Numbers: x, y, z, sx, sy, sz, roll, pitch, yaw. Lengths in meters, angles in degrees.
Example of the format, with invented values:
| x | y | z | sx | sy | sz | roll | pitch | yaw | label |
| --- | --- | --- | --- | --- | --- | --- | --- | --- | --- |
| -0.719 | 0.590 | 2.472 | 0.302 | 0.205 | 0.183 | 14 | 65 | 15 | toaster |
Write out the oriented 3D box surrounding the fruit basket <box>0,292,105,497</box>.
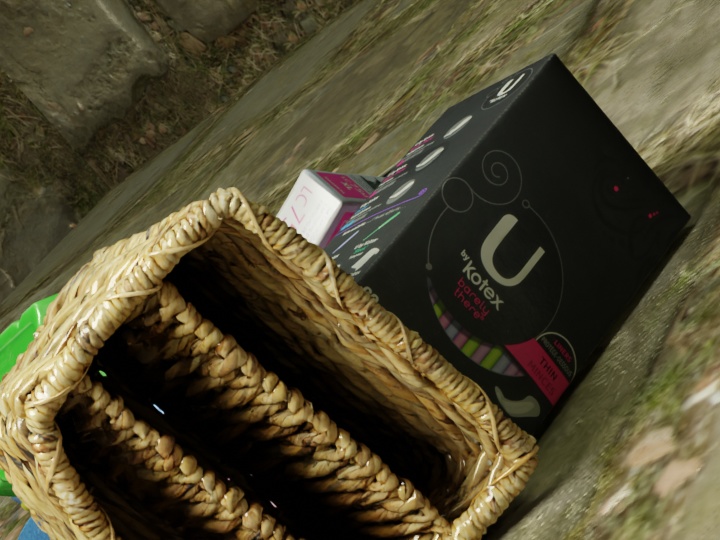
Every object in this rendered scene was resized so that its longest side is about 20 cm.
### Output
| x | y | z | sx | sy | sz | roll | pitch | yaw | label |
| --- | --- | --- | --- | --- | --- | --- | --- | --- | --- |
| -0.151 | 0.068 | 1.131 | 0.215 | 0.156 | 0.216 | -14 | -13 | -3 | fruit basket |

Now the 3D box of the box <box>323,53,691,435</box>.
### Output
| x | y | z | sx | sy | sz | roll | pitch | yaw | label |
| --- | --- | --- | --- | --- | --- | --- | --- | --- | --- |
| 0.059 | 0.003 | 0.857 | 0.200 | 0.122 | 0.106 | -50 | 15 | -31 | box |

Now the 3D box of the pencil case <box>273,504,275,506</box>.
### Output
| x | y | z | sx | sy | sz | roll | pitch | yaw | label |
| --- | --- | --- | --- | --- | --- | --- | --- | --- | --- |
| -0.002 | 0.059 | 0.955 | 0.200 | 0.087 | 0.087 | -45 | 13 | -16 | pencil case |

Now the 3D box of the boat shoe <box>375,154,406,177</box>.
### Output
| x | y | z | sx | sy | sz | roll | pitch | yaw | label |
| --- | --- | --- | --- | --- | --- | --- | --- | --- | --- |
| -0.017 | -0.028 | 1.246 | 0.202 | 0.060 | 0.072 | -29 | 10 | -12 | boat shoe |

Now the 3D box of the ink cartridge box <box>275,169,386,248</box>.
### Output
| x | y | z | sx | sy | sz | roll | pitch | yaw | label |
| --- | --- | --- | --- | --- | --- | --- | --- | --- | --- |
| 0.000 | 0.000 | 1.023 | 0.119 | 0.042 | 0.200 | -58 | -24 | 17 | ink cartridge box |

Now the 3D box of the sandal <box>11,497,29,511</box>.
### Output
| x | y | z | sx | sy | sz | roll | pitch | yaw | label |
| --- | --- | --- | --- | --- | --- | --- | --- | --- | --- |
| -0.282 | 0.144 | 1.508 | 0.079 | 0.087 | 0.200 | -35 | 15 | 21 | sandal |

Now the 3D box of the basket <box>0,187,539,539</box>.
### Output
| x | y | z | sx | sy | sz | roll | pitch | yaw | label |
| --- | --- | --- | --- | --- | --- | --- | --- | --- | --- |
| -0.053 | 0.083 | 0.728 | 0.149 | 0.200 | 0.143 | -18 | 35 | 56 | basket |

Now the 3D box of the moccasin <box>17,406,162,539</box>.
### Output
| x | y | z | sx | sy | sz | roll | pitch | yaw | label |
| --- | --- | --- | --- | --- | --- | --- | --- | --- | --- |
| -0.138 | 0.140 | 0.971 | 0.200 | 0.080 | 0.068 | -56 | -18 | 7 | moccasin |
